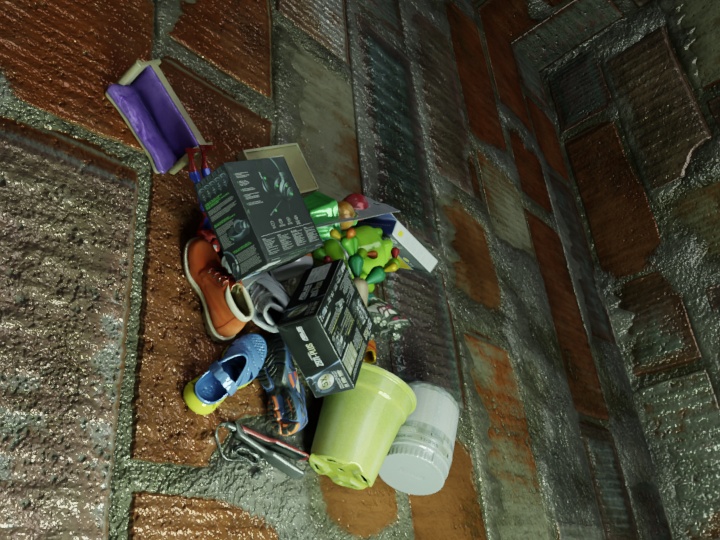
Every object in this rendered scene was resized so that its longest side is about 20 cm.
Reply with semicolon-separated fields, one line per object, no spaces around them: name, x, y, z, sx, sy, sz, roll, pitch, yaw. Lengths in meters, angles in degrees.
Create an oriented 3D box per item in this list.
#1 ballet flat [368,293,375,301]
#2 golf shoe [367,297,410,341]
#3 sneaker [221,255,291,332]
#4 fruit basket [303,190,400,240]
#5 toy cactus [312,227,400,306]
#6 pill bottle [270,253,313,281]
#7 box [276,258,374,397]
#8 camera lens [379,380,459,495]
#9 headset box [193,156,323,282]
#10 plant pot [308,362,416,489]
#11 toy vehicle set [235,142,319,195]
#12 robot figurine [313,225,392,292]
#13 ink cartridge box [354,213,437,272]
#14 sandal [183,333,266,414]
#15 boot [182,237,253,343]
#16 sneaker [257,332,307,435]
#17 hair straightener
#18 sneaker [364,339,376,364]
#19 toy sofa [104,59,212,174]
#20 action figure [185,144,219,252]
ballet flat;-0.027;0.078;1.477;0.199;0.068;0.071;6;39;-50
golf shoe;0.025;0.103;1.419;0.199;0.077;0.088;17;32;-56
sneaker;-0.189;0.040;1.213;0.200;0.075;0.115;46;2;-2
fruit basket;-0.037;-0.124;1.440;0.197;0.185;0.095;-8;109;-24
toy cactus;0.000;0.000;1.340;0.198;0.102;0.167;11;63;-31
pill bottle;-0.176;-0.087;1.334;0.112;0.112;0.203;-4;71;-53
box;-0.058;0.103;1.210;0.165;0.085;0.201;63;24;-24
camera lens;0.125;0.354;1.397;0.160;0.159;0.201;46;38;-22
headset box;-0.183;-0.104;1.172;0.174;0.092;0.202;-24;89;-57
plant pot;-0.009;0.307;1.251;0.200;0.199;0.186;43;50;-26
toy vehicle set;-0.185;-0.223;1.486;0.199;0.026;0.126;-24;88;-55
robot figurine;-0.023;-0.032;1.469;0.198;0.117;0.176;-20;56;-33
ink cartridge box;0.066;-0.078;1.585;0.200;0.197;0.047;41;77;-25
sandal;-0.218;0.171;1.134;0.080;0.087;0.200;46;35;-5
boot;-0.253;0.019;1.173;0.074;0.107;0.202;-14;76;-45
sneaker;-0.147;0.213;1.228;0.078;0.074;0.203;36;38;-63
hair straightener;-0.174;0.323;1.134;0.199;0.041;0.078;39;41;-31
sneaker;-0.029;0.158;1.401;0.199;0.073;0.078;23;47;-43
toy sofa;-0.381;-0.289;1.228;0.202;0.082;0.098;59;34;-6
action figure;-0.267;-0.126;1.208;0.065;0.098;0.203;-31;125;-53
